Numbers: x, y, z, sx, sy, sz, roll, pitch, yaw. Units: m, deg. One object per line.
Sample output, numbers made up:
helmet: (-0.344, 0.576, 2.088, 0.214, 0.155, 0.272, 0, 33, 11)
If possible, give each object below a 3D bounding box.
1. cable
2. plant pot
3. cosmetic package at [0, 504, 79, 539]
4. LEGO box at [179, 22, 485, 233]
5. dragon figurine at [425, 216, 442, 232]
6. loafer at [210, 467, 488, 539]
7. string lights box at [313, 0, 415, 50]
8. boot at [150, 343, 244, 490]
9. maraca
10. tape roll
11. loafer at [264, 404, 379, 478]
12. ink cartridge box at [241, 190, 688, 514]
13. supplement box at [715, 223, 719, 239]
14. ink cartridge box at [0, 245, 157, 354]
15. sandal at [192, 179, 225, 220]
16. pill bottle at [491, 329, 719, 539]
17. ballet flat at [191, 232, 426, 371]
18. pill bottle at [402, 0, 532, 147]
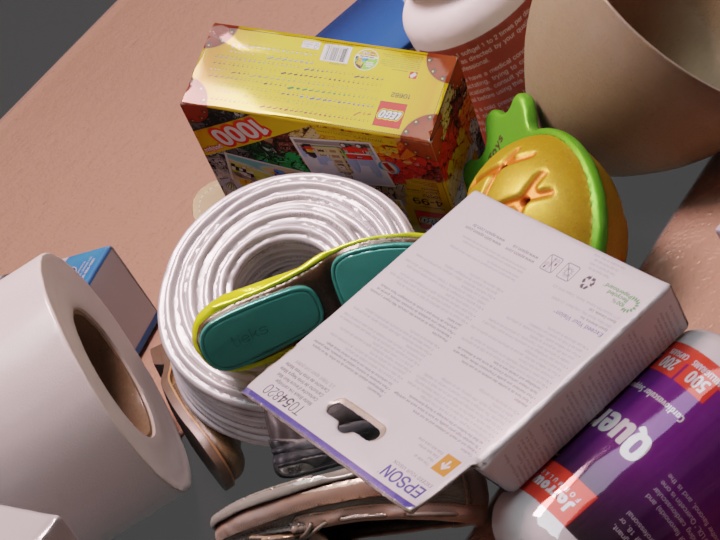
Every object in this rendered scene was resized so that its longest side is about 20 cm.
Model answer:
cable: (-0.044, 0.026, 1.556, 0.199, 0.069, 0.201, 20, 66, 24)
plant pot: (0.192, -0.146, 1.578, 0.135, 0.199, 0.201, -50, 17, 33)
cosmetic package: (-0.254, 0.260, 1.423, 0.199, 0.168, 0.167, 2, 44, 47)
LEGO box: (-0.015, -0.100, 1.655, 0.198, 0.149, 0.078, 10, 63, 20)
dragon figurine: (0.000, 0.000, 1.664, 0.199, 0.059, 0.100, 8, 47, 46)
loafer: (-0.009, 0.159, 1.427, 0.199, 0.072, 0.063, -22, 74, 25)
string lights box: (0.018, -0.192, 1.843, 0.200, 0.059, 0.102, -37, -7, 40)
boot: (-0.103, 0.091, 1.633, 0.075, 0.074, 0.200, -24, 26, -2)
maraca: (0.117, -0.037, 1.528, 0.138, 0.106, 0.200, -63, 32, 25)
tape roll: (-0.231, 0.108, 1.598, 0.139, 0.203, 0.203, -31, 28, 4)
loafer: (0.031, 0.076, 1.456, 0.198, 0.073, 0.073, -16, 0, -5)
ink cartridge box: (0.057, 0.053, 1.288, 0.200, 0.041, 0.199, -39, 34, -14)
supplement box: (0.331, -0.062, 1.403, 0.200, 0.061, 0.109, -44, 30, -16)
ink cartridge box: (-0.285, 0.074, 1.833, 0.199, 0.084, 0.146, -14, 34, 34)
sandal: (-0.023, -0.033, 1.749, 0.210, 0.070, 0.078, -4, 60, 12)
pill bottle: (0.152, 0.133, 1.239, 0.200, 0.113, 0.112, -40, 28, -11)
ballet flat: (-0.018, 0.014, 1.481, 0.198, 0.067, 0.067, -17, 15, 7)
pill bottle: (0.102, -0.174, 1.675, 0.112, 0.201, 0.113, -25, 29, 16)
